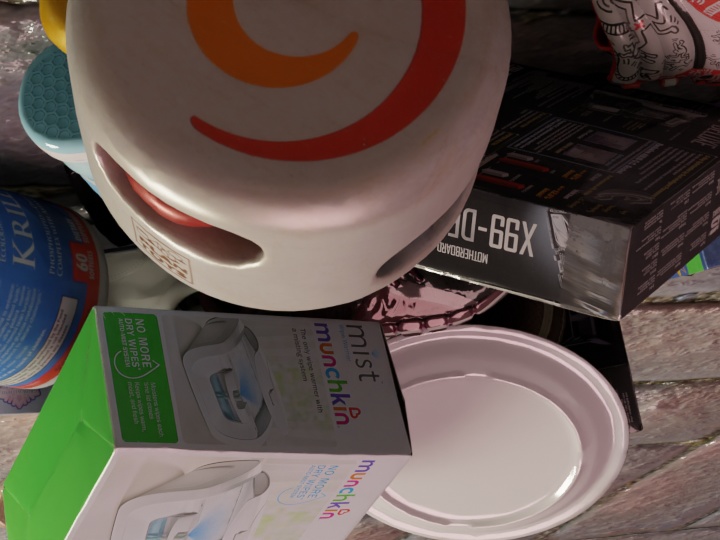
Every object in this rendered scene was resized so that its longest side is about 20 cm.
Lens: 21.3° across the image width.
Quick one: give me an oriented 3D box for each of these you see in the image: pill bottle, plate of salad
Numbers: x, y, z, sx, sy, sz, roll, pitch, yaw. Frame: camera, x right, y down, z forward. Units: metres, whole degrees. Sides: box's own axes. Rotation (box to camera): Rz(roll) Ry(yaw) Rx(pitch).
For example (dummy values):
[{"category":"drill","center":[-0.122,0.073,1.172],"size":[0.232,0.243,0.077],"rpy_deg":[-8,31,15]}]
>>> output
[{"category":"pill bottle","center":[-0.245,0.000,1.056],"size":[0.112,0.113,0.200],"rpy_deg":[-23,158,33]},{"category":"plate of salad","center":[0.069,0.100,1.209],"size":[0.199,0.048,0.201],"rpy_deg":[3,133,3]}]

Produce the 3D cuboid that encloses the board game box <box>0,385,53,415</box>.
[{"category":"board game box","center":[-0.181,0.067,1.278],"size":[0.199,0.041,0.200],"rpy_deg":[-1,180,-23]}]

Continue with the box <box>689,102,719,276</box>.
[{"category":"box","center":[0.214,-0.048,1.252],"size":[0.136,0.039,0.200],"rpy_deg":[0,158,-26]}]

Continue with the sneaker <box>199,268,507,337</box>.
[{"category":"sneaker","center":[0.000,0.000,1.093],"size":[0.199,0.076,0.116],"rpy_deg":[-21,163,11]}]

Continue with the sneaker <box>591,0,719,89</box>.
[{"category":"sneaker","center":[0.186,-0.123,0.995],"size":[0.108,0.068,0.201],"rpy_deg":[-17,156,21]}]

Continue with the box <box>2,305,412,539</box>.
[{"category":"box","center":[-0.094,0.114,1.100],"size":[0.176,0.097,0.200],"rpy_deg":[5,143,-26]}]

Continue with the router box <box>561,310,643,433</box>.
[{"category":"router box","center":[0.109,0.067,1.343],"size":[0.156,0.052,0.200],"rpy_deg":[-12,-162,8]}]

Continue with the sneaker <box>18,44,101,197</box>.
[{"category":"sneaker","center":[-0.062,-0.078,0.984],"size":[0.199,0.080,0.131],"rpy_deg":[-3,160,10]}]

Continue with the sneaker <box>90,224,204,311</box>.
[{"category":"sneaker","center":[-0.141,0.010,1.194],"size":[0.199,0.071,0.073],"rpy_deg":[-13,160,9]}]

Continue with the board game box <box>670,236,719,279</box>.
[{"category":"board game box","center":[0.235,-0.028,1.106],"size":[0.199,0.035,0.135],"rpy_deg":[-14,178,-28]}]

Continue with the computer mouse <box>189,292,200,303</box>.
[{"category":"computer mouse","center":[-0.037,-0.009,1.222],"size":[0.199,0.059,0.034],"rpy_deg":[-18,144,18]}]

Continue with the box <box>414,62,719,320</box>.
[{"category":"box","center":[0.099,-0.047,0.956],"size":[0.157,0.050,0.200],"rpy_deg":[15,-155,25]}]

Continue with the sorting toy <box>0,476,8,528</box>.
[{"category":"sorting toy","center":[-0.113,0.114,1.226],"size":[0.200,0.037,0.185],"rpy_deg":[-36,146,30]}]

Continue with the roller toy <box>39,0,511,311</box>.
[{"category":"roller toy","center":[-0.034,-0.081,0.824],"size":[0.199,0.183,0.140],"rpy_deg":[-8,161,-6]}]

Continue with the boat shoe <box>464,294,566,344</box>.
[{"category":"boat shoe","center":[0.096,0.024,1.270],"size":[0.075,0.075,0.202],"rpy_deg":[14,-176,-22]}]

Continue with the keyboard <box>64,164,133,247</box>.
[{"category":"keyboard","center":[-0.064,-0.063,1.107],"size":[0.199,0.040,0.104],"rpy_deg":[-12,139,6]}]

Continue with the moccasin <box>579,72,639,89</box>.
[{"category":"moccasin","center":[0.122,-0.058,1.152],"size":[0.068,0.081,0.200],"rpy_deg":[-3,146,-4]}]
